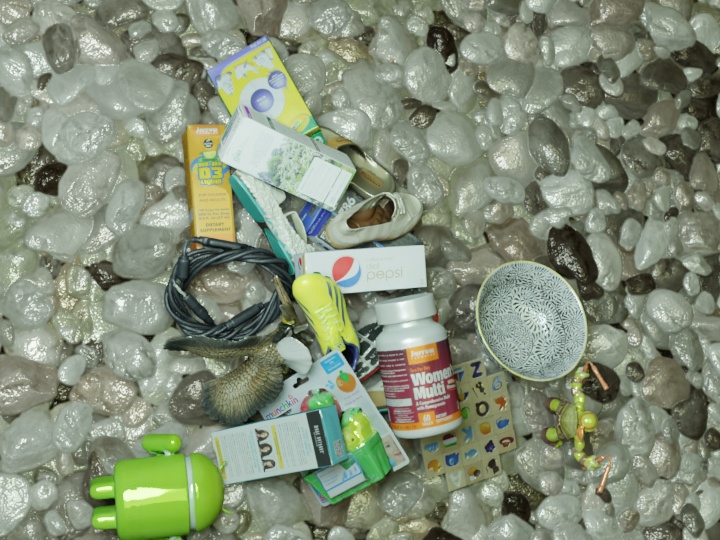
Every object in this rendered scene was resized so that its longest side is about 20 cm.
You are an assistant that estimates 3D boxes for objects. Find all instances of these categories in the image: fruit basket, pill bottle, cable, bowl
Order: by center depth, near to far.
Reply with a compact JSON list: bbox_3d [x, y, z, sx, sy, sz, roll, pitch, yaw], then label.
[{"bbox_3d":[0.083,0.141,1.485,0.109,0.110,0.201,-11,92,-15],"label":"pill bottle"},{"bbox_3d":[-0.049,0.243,1.493,0.185,0.094,0.201,-32,96,28],"label":"fruit basket"},{"bbox_3d":[-0.195,0.035,1.522,0.199,0.051,0.164,11,104,-23],"label":"cable"},{"bbox_3d":[0.258,0.094,1.616,0.199,0.094,0.202,8,66,-18],"label":"bowl"}]

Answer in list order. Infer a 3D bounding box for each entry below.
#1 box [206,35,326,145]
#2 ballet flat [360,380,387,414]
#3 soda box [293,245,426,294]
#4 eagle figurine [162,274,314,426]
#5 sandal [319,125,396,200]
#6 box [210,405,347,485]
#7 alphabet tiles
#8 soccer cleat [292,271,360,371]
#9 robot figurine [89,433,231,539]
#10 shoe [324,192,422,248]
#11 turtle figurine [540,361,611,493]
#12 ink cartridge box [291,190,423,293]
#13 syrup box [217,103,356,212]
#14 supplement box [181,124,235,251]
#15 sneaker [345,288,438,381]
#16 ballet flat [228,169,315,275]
[{"bbox_3d":[-0.148,-0.259,1.596,0.117,0.048,0.201,-31,86,3],"label":"box"},{"bbox_3d":[0.060,0.199,1.580,0.199,0.069,0.063,0,71,-23],"label":"ballet flat"},{"bbox_3d":[0.000,0.000,1.549,0.199,0.064,0.069,-4,91,-19],"label":"soda box"},{"bbox_3d":[-0.170,0.130,1.484,0.199,0.151,0.152,-30,73,-12],"label":"eagle figurine"},{"bbox_3d":[-0.027,-0.180,1.625,0.199,0.054,0.081,31,74,-1],"label":"sandal"},{"bbox_3d":[-0.122,0.258,1.466,0.199,0.049,0.083,-15,85,27],"label":"box"},{"bbox_3d":[0.168,0.245,1.585,0.165,0.006,0.201,-15,103,-20],"label":"alphabet tiles"},{"bbox_3d":[-0.045,0.080,1.480,0.064,0.201,0.084,-19,47,6],"label":"soccer cleat"},{"bbox_3d":[-0.289,0.327,1.443,0.199,0.116,0.177,-4,87,-14],"label":"robot figurine"},{"bbox_3d":[0.033,-0.083,1.573,0.199,0.053,0.070,-23,75,-39],"label":"shoe"},{"bbox_3d":[0.336,0.250,1.580,0.064,0.161,0.201,-3,81,-13],"label":"turtle figurine"},{"bbox_3d":[-0.004,-0.058,1.619,0.199,0.039,0.100,32,75,-5],"label":"ink cartridge box"},{"bbox_3d":[-0.114,-0.173,1.533,0.199,0.082,0.079,24,108,-22],"label":"syrup box"},{"bbox_3d":[-0.238,-0.126,1.562,0.066,0.069,0.201,-4,79,-16],"label":"supplement box"},{"bbox_3d":[0.049,0.120,1.584,0.200,0.085,0.077,-40,48,-2],"label":"sneaker"},{"bbox_3d":[-0.134,-0.085,1.562,0.072,0.072,0.201,-37,115,-17],"label":"ballet flat"}]
